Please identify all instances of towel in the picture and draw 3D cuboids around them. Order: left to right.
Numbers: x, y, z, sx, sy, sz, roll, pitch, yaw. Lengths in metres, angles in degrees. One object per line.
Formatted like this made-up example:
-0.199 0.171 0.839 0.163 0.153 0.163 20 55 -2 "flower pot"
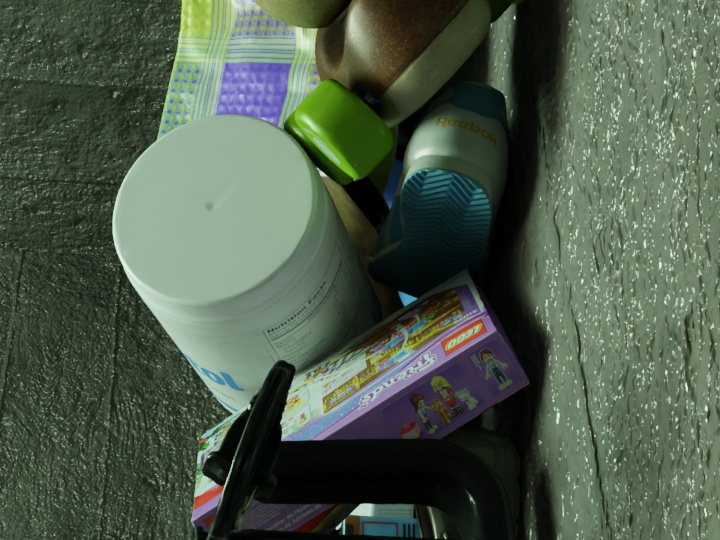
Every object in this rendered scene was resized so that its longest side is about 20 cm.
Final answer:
-0.058 -0.140 1.189 0.023 0.199 0.145 18 -98 -54 "towel"

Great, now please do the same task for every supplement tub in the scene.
-0.064 0.007 1.086 0.200 0.131 0.133 63 -156 -60 "supplement tub"

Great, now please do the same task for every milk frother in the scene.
0.011 0.147 0.825 0.200 0.186 0.182 114 157 -70 "milk frother"

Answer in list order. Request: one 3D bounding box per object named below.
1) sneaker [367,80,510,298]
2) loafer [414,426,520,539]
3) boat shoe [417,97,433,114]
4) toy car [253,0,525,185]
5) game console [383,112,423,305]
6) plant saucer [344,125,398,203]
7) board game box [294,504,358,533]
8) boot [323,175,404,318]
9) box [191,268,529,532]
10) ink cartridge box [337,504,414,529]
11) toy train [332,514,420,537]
0.055 -0.040 1.079 0.200 0.076 0.081 111 178 -64 "sneaker"
0.050 0.187 0.963 0.070 0.069 0.202 115 157 -71 "loafer"
0.012 -0.125 1.416 0.200 0.073 0.067 -155 74 -82 "boat shoe"
-0.022 -0.177 0.993 0.164 0.200 0.158 -47 6 -5 "toy car"
0.002 -0.023 1.306 0.119 0.170 0.201 -59 -10 -35 "game console"
-0.048 -0.126 1.257 0.199 0.031 0.202 26 124 45 "plant saucer"
-0.018 0.135 1.139 0.200 0.046 0.152 -42 -9 -18 "board game box"
0.000 0.000 1.219 0.201 0.075 0.074 56 -144 -20 "boot"
-0.005 0.082 0.999 0.039 0.199 0.137 57 -175 -14 "box"
0.010 0.192 1.394 0.196 0.043 0.202 -113 26 -73 "ink cartridge box"
-0.009 0.267 1.221 0.087 0.113 0.201 100 172 -60 "toy train"
